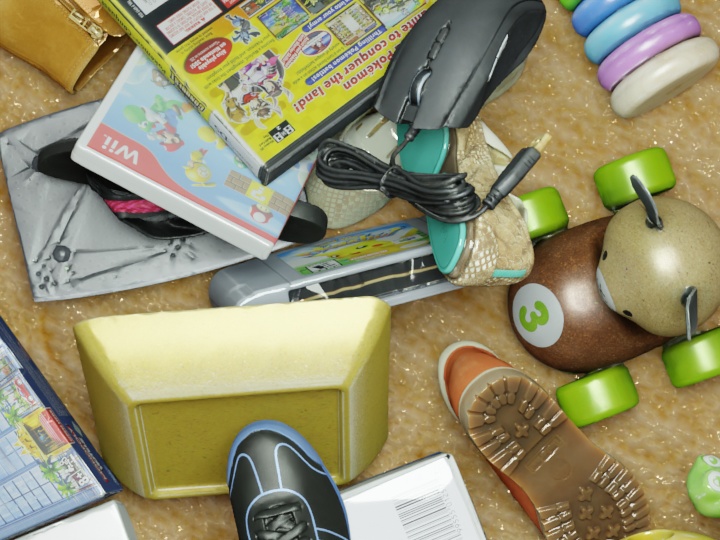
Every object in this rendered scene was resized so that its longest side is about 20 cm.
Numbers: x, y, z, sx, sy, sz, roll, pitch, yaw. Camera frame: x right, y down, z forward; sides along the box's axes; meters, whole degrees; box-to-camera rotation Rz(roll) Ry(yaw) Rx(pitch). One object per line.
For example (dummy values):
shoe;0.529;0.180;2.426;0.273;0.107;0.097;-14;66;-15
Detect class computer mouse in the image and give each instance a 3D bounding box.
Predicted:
computer mouse;0.070;-0.117;1.320;0.140;0.046;0.200;24;61;35

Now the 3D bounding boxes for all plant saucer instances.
plant saucer;-0.078;0.094;1.368;0.200;0.200;0.048;-4;59;-2

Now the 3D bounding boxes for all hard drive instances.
hard drive;-0.142;-0.058;1.457;0.200;0.042;0.135;-14;85;-4

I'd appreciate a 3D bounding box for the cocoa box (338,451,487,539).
cocoa box;0.035;0.235;1.392;0.133;0.131;0.200;-22;86;-1

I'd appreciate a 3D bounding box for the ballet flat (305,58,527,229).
ballet flat;0.035;-0.109;1.458;0.200;0.062;0.067;-44;87;-5

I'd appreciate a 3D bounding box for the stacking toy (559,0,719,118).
stacking toy;0.168;-0.211;1.468;0.085;0.085;0.200;-29;82;-4

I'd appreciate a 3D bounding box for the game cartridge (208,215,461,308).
game cartridge;0.000;0.000;1.409;0.200;0.133;0.041;-14;97;-11

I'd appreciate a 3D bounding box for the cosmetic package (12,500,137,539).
cosmetic package;-0.172;0.265;1.413;0.102;0.074;0.200;-21;84;-4

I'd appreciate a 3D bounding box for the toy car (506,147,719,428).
toy car;0.181;0.005;1.384;0.158;0.200;0.164;-21;86;-4

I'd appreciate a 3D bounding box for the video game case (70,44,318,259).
video game case;-0.091;-0.109;1.400;0.143;0.017;0.200;28;47;-4

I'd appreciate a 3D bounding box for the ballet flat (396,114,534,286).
ballet flat;0.070;-0.055;1.359;0.065;0.200;0.071;13;128;-21

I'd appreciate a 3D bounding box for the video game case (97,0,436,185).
video game case;-0.047;-0.179;1.400;0.200;0.026;0.181;-38;77;-21

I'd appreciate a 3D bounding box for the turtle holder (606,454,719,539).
turtle holder;0.214;0.229;1.384;0.132;0.141;0.186;31;111;-11

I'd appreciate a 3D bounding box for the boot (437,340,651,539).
boot;0.125;0.128;1.436;0.075;0.107;0.200;-39;115;-4

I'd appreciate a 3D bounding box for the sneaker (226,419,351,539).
sneaker;-0.035;0.189;1.291;0.070;0.078;0.200;-20;86;3

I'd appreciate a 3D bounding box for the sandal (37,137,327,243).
sandal;-0.121;-0.043;1.396;0.200;0.075;0.045;16;73;-4

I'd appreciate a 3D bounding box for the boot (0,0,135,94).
boot;-0.189;-0.236;1.456;0.144;0.071;0.201;35;95;5

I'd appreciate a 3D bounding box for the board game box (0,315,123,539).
board game box;-0.301;0.128;1.415;0.200;0.062;0.200;-37;84;3
